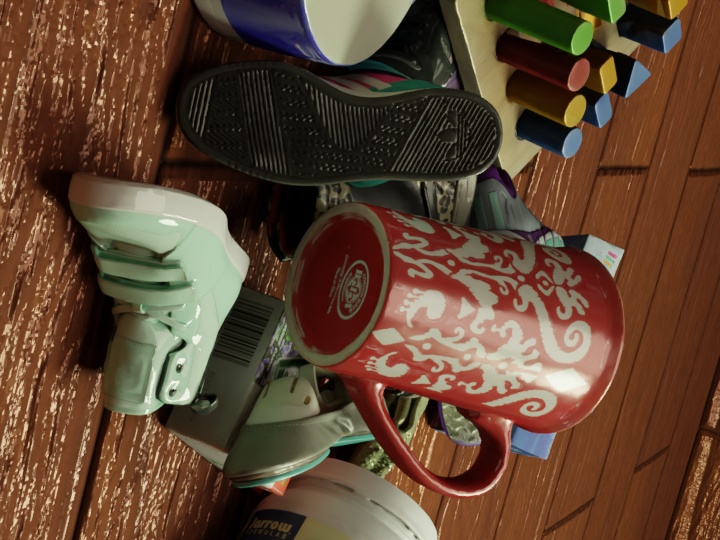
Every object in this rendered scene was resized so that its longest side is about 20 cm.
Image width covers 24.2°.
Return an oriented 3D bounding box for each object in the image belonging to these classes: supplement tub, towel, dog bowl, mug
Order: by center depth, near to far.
[{"bbox_3d":[-0.021,-0.225,0.994,0.200,0.079,0.200,-50,151,-43],"label":"dog bowl"},{"bbox_3d":[0.061,0.048,1.110,0.200,0.133,0.178,16,61,-38],"label":"mug"},{"bbox_3d":[-0.041,0.253,1.238,0.200,0.145,0.145,-59,155,-29],"label":"supplement tub"},{"bbox_3d":[0.037,0.107,1.381,0.148,0.036,0.200,-62,180,-23],"label":"towel"}]

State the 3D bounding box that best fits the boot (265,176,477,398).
[{"bbox_3d":[-0.001,-0.001,1.187,0.154,0.073,0.204,-5,112,-41],"label":"boot"}]

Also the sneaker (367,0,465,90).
[{"bbox_3d":[0.026,-0.155,1.202,0.200,0.076,0.088,-22,116,-70],"label":"sneaker"}]

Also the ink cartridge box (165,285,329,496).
[{"bbox_3d":[-0.063,0.096,1.189,0.109,0.050,0.200,-66,158,-14],"label":"ink cartridge box"}]

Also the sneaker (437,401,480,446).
[{"bbox_3d":[0.104,0.068,1.506,0.100,0.070,0.200,111,-13,-67],"label":"sneaker"}]

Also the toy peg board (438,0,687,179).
[{"bbox_3d":[0.175,-0.182,1.252,0.200,0.098,0.199,-46,142,-20],"label":"toy peg board"}]

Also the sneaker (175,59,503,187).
[{"bbox_3d":[-0.024,-0.095,1.050,0.121,0.200,0.084,-161,-103,-72],"label":"sneaker"}]

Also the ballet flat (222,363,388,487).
[{"bbox_3d":[-0.040,0.096,1.115,0.200,0.067,0.064,-10,90,-67],"label":"ballet flat"}]

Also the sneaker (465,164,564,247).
[{"bbox_3d":[0.112,-0.045,1.303,0.200,0.074,0.088,3,74,-80],"label":"sneaker"}]

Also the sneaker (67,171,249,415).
[{"bbox_3d":[-0.119,0.021,0.948,0.200,0.074,0.118,50,54,-69],"label":"sneaker"}]

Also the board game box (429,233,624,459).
[{"bbox_3d":[0.149,0.067,1.550,0.199,0.043,0.200,-68,-163,-9],"label":"board game box"}]
